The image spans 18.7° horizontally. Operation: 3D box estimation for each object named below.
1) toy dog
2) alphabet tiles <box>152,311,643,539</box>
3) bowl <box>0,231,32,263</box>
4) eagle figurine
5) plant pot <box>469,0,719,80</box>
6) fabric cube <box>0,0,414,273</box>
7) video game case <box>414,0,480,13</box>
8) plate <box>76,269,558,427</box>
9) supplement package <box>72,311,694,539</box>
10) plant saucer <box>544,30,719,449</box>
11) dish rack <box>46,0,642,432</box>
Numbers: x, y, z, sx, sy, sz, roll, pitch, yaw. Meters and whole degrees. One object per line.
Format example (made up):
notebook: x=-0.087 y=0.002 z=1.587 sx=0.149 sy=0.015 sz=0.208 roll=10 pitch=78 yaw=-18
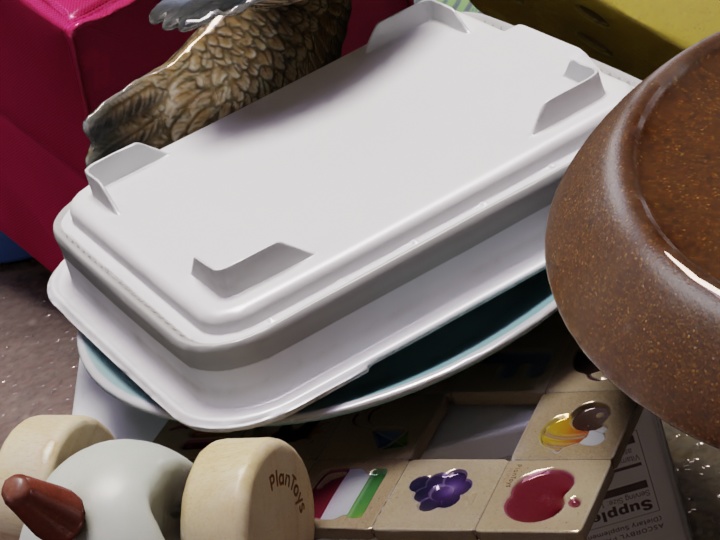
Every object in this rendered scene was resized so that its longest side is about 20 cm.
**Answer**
toy dog: x=-0.073 y=0.129 z=0.618 sx=0.132 sy=0.201 sz=0.096 roll=-24 pitch=-19 yaw=24
alphabet tiles: x=0.027 y=0.023 z=0.725 sx=0.167 sy=0.008 sz=0.200 roll=-3 pitch=32 yaw=29
bowl: x=-0.171 y=-0.068 z=1.220 sx=0.200 sy=0.039 sz=0.201 roll=-15 pitch=28 yaw=8
eagle figurine: x=-0.035 y=-0.122 z=0.857 sx=0.150 sy=0.152 sz=0.201 roll=-15 pitch=52 yaw=21
plant pot: x=0.140 y=-0.165 z=0.885 sx=0.200 sy=0.200 sz=0.177 roll=30 pitch=87 yaw=11
fabric cube: x=-0.107 y=-0.126 z=1.056 sx=0.196 sy=0.200 sz=0.199 roll=-33 pitch=50 yaw=-26
video game case: x=0.037 y=-0.164 z=1.161 sx=0.200 sy=0.023 sz=0.182 roll=20 pitch=86 yaw=52
plate: x=0.000 y=0.000 z=0.749 sx=0.199 sy=0.026 sz=0.200 roll=-15 pitch=30 yaw=8
supplement package: x=0.008 y=0.072 z=0.775 sx=0.199 sy=0.111 sz=0.156 roll=-16 pitch=28 yaw=6
plant saucer: x=0.152 y=-0.021 z=0.626 sx=0.199 sy=0.035 sz=0.201 roll=-5 pitch=40 yaw=4
dish rack: x=-0.004 y=-0.032 z=0.737 sx=0.200 sy=0.044 sz=0.172 roll=-28 pitch=28 yaw=-17
